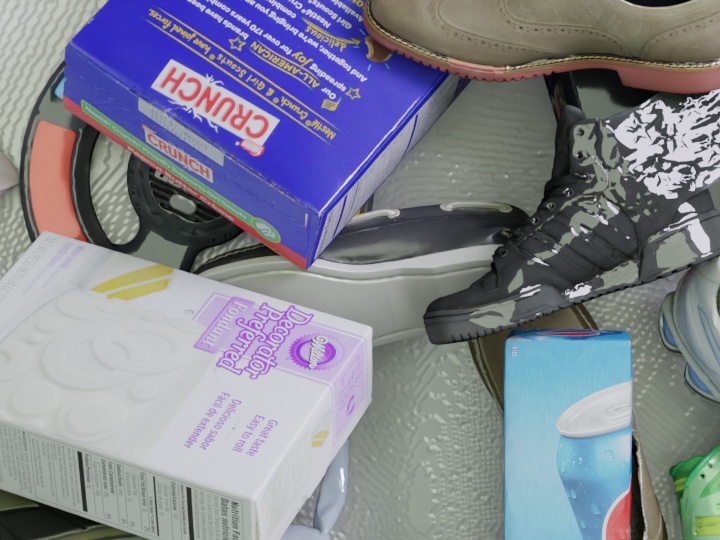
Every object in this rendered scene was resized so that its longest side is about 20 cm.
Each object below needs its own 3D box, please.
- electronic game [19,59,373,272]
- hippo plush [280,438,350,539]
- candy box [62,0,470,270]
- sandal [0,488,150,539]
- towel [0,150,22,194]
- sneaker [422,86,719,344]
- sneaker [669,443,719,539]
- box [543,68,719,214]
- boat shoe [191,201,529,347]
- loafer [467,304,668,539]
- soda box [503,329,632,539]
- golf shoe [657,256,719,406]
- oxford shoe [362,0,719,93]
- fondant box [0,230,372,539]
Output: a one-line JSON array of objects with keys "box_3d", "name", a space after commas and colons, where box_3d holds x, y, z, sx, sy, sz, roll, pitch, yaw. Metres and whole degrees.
[{"box_3d": [-0.091, -0.052, 1.418, 0.200, 0.042, 0.200, 0, 87, -2], "name": "electronic game"}, {"box_3d": [-0.038, 0.213, 1.326, 0.200, 0.161, 0.160, -25, 108, -19], "name": "hippo plush"}, {"box_3d": [-0.034, -0.125, 1.364, 0.169, 0.077, 0.200, 35, 63, 12], "name": "candy box"}, {"box_3d": [-0.128, 0.130, 1.321, 0.201, 0.080, 0.057, -3, 129, -4], "name": "sandal"}, {"box_3d": [-0.292, -0.097, 1.351, 0.032, 0.191, 0.200, -37, 88, 28], "name": "towel"}, {"box_3d": [0.116, -0.037, 1.314, 0.200, 0.060, 0.104, -18, 89, -6], "name": "sneaker"}, {"box_3d": [0.205, 0.142, 1.403, 0.083, 0.074, 0.200, 21, 74, 4], "name": "sneaker"}, {"box_3d": [0.169, -0.105, 1.397, 0.122, 0.106, 0.200, -16, 88, -2], "name": "box"}, {"box_3d": [0.000, 0.000, 1.380, 0.200, 0.060, 0.074, -9, 131, 7], "name": "boat shoe"}, {"box_3d": [0.119, 0.081, 1.403, 0.076, 0.067, 0.200, -27, 88, -3], "name": "loafer"}, {"box_3d": [0.110, 0.133, 1.338, 0.068, 0.064, 0.200, 0, 93, 5], "name": "soda box"}, {"box_3d": [0.238, 0.072, 1.337, 0.078, 0.097, 0.200, -39, 76, -19], "name": "golf shoe"}, {"box_3d": [0.100, -0.143, 1.294, 0.200, 0.075, 0.071, 3, 49, 6], "name": "oxford shoe"}, {"box_3d": [-0.112, 0.064, 1.312, 0.200, 0.058, 0.144, 17, 42, 18], "name": "fondant box"}]
